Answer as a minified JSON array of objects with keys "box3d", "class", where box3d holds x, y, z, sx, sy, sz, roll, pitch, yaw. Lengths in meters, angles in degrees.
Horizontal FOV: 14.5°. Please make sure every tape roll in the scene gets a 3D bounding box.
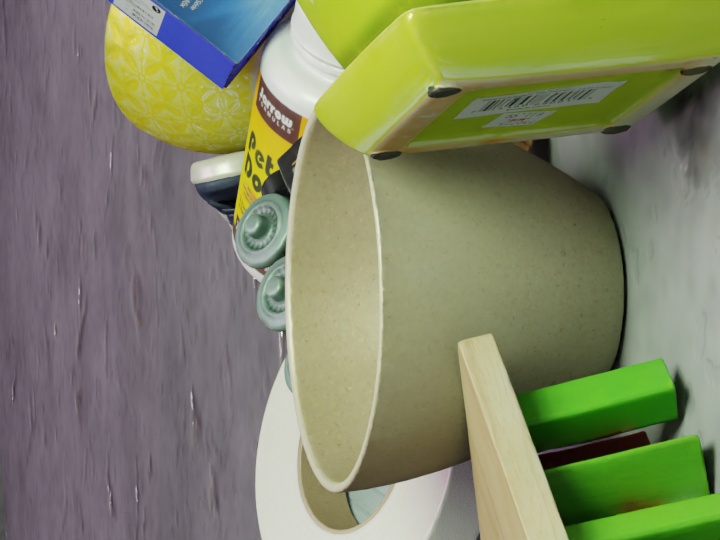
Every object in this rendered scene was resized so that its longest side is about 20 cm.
[{"box3d":[0.009,0.105,1.672,0.202,0.037,0.204,-24,59,49],"class":"tape roll"}]

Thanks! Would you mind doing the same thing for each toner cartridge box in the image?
[{"box3d":[-0.060,-0.218,1.758,0.200,0.095,0.043,-53,1,-24],"class":"toner cartridge box"}]

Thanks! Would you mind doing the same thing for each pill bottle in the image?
[{"box3d":[-0.016,-0.085,1.766,0.110,0.108,0.201,-107,22,-47],"class":"pill bottle"}]

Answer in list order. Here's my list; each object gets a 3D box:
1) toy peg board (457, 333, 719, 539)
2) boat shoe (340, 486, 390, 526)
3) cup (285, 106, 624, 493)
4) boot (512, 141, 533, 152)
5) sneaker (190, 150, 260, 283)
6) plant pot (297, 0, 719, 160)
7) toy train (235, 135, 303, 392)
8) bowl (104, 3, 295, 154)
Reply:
[{"box3d":[0.122,0.158,1.330,0.201,0.097,0.200,-107,7,-49],"class":"toy peg board"},{"box3d":[0.015,0.121,1.752,0.072,0.062,0.200,-56,38,6],"class":"boat shoe"},{"box3d":[0.052,0.011,1.445,0.200,0.142,0.202,179,90,-76],"class":"cup"},{"box3d":[0.055,-0.091,1.600,0.201,0.074,0.108,-106,9,-48],"class":"boot"},{"box3d":[-0.059,-0.030,1.921,0.200,0.074,0.085,26,-125,-71],"class":"sneaker"},{"box3d":[0.068,-0.160,1.292,0.199,0.198,0.183,144,118,-71],"class":"plant pot"},{"box3d":[0.000,0.000,1.627,0.114,0.085,0.201,-43,45,22],"class":"toy train"},{"box3d":[-0.059,-0.154,1.852,0.107,0.199,0.201,35,130,36],"class":"bowl"}]
